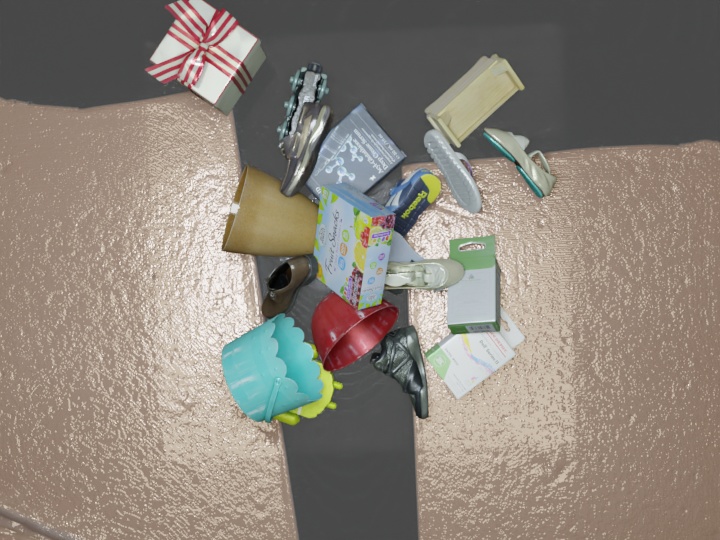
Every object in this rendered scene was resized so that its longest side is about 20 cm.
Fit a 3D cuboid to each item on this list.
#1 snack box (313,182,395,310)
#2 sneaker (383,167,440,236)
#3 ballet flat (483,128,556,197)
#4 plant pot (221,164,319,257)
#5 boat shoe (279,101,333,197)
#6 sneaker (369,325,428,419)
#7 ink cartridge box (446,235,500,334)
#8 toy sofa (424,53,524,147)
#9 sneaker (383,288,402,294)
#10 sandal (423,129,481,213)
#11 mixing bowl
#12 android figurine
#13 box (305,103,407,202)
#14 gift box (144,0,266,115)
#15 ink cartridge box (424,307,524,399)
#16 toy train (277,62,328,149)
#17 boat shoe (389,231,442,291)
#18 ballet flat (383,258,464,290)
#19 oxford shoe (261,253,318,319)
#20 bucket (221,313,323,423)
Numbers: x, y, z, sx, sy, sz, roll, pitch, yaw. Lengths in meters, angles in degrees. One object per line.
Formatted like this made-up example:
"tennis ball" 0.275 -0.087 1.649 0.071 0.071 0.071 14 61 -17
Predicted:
"snack box" -0.018 -0.050 1.623 0.067 0.169 0.201 -11 123 -36
"sneaker" 0.091 -0.140 1.755 0.074 0.082 0.200 36 111 -28
"ballet flat" 0.344 -0.243 1.735 0.069 0.069 0.200 -44 105 1
"plant pot" -0.170 -0.103 1.714 0.199 0.186 0.187 17 92 -15
"boat shoe" -0.122 -0.246 1.645 0.073 0.074 0.201 24 87 8
"sneaker" 0.086 0.227 1.761 0.114 0.076 0.200 -14 89 2
"ink cartridge box" 0.241 0.031 1.730 0.103 0.059 0.201 -6 63 19
"toy sofa" 0.240 -0.363 1.746 0.200 0.098 0.083 -43 116 1
"sneaker" 0.000 0.000 1.762 0.200 0.076 0.091 33 104 3
"sandal" 0.210 -0.219 1.750 0.050 0.082 0.203 -32 92 -24
"mixing bowl" -0.030 0.106 1.713 0.200 0.200 0.108 -42 70 1
"android figurine" -0.140 0.244 1.777 0.199 0.041 0.183 16 91 2
"box" -0.025 -0.227 1.730 0.200 0.107 0.149 -41 92 2
"gift box" -0.325 -0.441 1.685 0.199 0.187 0.185 29 91 -2
"ink cartridge box" 0.251 0.168 1.760 0.200 0.067 0.117 -38 90 1
"toy train" -0.121 -0.335 1.723 0.085 0.114 0.201 15 93 -6
"boat shoe" 0.095 -0.017 1.753 0.200 0.065 0.074 39 76 -5
"ballet flat" 0.117 0.013 1.684 0.199 0.069 0.070 -3 92 1
"oxford shoe" -0.171 0.034 1.716 0.200 0.084 0.073 -54 55 39
"bucket" -0.179 0.202 1.665 0.134 0.207 0.208 -26 92 12
